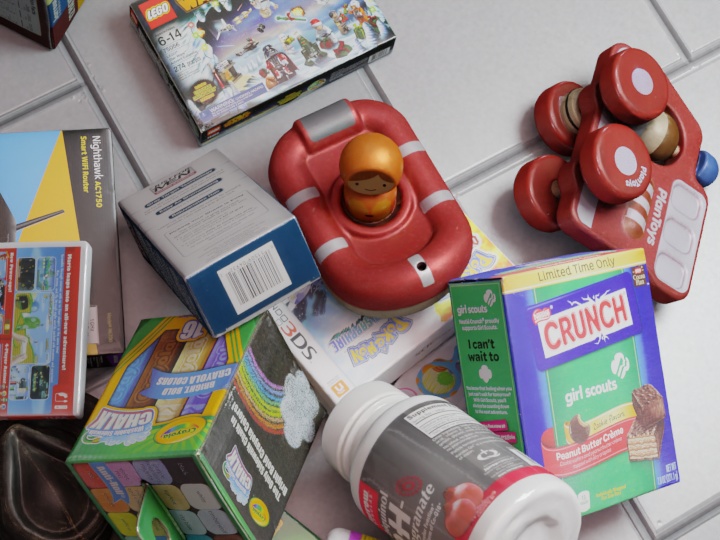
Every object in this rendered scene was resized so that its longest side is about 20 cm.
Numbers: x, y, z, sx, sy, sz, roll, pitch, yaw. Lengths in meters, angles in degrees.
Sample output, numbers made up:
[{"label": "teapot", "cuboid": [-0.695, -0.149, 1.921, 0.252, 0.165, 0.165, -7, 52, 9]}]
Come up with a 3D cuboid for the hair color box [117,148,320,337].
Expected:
[{"label": "hair color box", "cuboid": [-0.117, -0.026, 1.383, 0.100, 0.200, 0.061, -29, 118, -11]}]

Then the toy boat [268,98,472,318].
[{"label": "toy boat", "cuboid": [0.009, -0.064, 1.391, 0.130, 0.131, 0.200, -26, 67, -11]}]

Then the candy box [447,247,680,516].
[{"label": "candy box", "cuboid": [0.165, 0.091, 1.385, 0.169, 0.077, 0.201, -11, 92, -38]}]

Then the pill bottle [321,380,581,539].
[{"label": "pill bottle", "cuboid": [0.062, 0.163, 1.305, 0.111, 0.111, 0.200, -42, 45, -16]}]

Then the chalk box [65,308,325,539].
[{"label": "chalk box", "cuboid": [-0.131, 0.144, 1.318, 0.123, 0.125, 0.200, -5, 39, 29]}]

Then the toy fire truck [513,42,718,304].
[{"label": "toy fire truck", "cuboid": [0.239, -0.089, 1.502, 0.168, 0.112, 0.201, 32, 58, -24]}]

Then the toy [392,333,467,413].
[{"label": "toy", "cuboid": [0.095, 0.110, 1.448, 0.115, 0.047, 0.200, 29, 64, 21]}]

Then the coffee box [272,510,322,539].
[{"label": "coffee box", "cuboid": [-0.067, 0.268, 1.388, 0.200, 0.044, 0.123, 37, 74, 5]}]

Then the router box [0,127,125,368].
[{"label": "router box", "cuboid": [-0.276, -0.016, 1.439, 0.148, 0.051, 0.201, -4, 73, -8]}]

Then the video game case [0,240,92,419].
[{"label": "video game case", "cuboid": [-0.317, 0.049, 1.374, 0.199, 0.017, 0.144, -1, 75, 6]}]

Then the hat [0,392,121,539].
[{"label": "hat", "cuboid": [-0.252, 0.174, 1.362, 0.199, 0.081, 0.202, 1, 66, -1]}]

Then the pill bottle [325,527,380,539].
[{"label": "pill bottle", "cuboid": [0.055, 0.275, 1.318, 0.199, 0.104, 0.105, 19, 72, 1]}]

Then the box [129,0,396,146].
[{"label": "box", "cuboid": [-0.087, -0.215, 1.528, 0.199, 0.040, 0.137, -28, 78, -14]}]

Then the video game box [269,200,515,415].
[{"label": "video game box", "cuboid": [0.000, 0.000, 1.459, 0.200, 0.047, 0.182, -37, 73, -15]}]

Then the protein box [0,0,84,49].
[{"label": "protein box", "cuboid": [-0.308, -0.340, 1.487, 0.199, 0.135, 0.199, 27, 72, 2]}]
